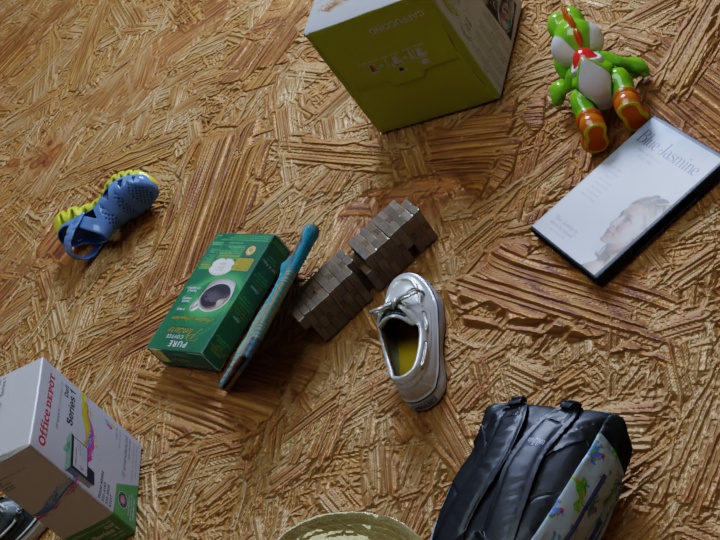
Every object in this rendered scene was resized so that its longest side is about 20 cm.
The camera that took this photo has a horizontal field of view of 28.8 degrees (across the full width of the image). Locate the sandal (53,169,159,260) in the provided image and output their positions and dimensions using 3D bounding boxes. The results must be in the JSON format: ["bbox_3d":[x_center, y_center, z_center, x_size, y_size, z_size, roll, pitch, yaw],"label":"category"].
[{"bbox_3d":[-0.386,-0.078,2.145,0.199,0.079,0.087,-34,39,23],"label":"sandal"}]

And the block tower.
[{"bbox_3d":[0.000,0.000,1.733,0.200,0.058,0.054,-42,36,-4],"label":"block tower"}]

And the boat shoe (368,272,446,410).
[{"bbox_3d":[0.046,0.061,1.600,0.074,0.086,0.203,-24,40,20],"label":"boat shoe"}]

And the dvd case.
[{"bbox_3d":[0.302,-0.082,1.580,0.200,0.018,0.143,-42,36,-2],"label":"dvd case"}]

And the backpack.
[{"bbox_3d":[0.150,0.231,1.304,0.162,0.155,0.200,-1,30,38],"label":"backpack"}]

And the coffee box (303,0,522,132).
[{"bbox_3d":[0.074,-0.340,1.896,0.199,0.200,0.199,-13,44,32],"label":"coffee box"}]

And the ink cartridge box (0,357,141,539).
[{"bbox_3d":[-0.359,0.225,1.694,0.084,0.200,0.145,-26,39,18],"label":"ink cartridge box"}]

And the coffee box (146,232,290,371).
[{"bbox_3d":[-0.189,0.039,1.867,0.122,0.044,0.201,1,53,43],"label":"coffee box"}]

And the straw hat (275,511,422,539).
[{"bbox_3d":[-0.012,0.337,1.368,0.200,0.085,0.202,-13,46,14],"label":"straw hat"}]

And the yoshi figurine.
[{"bbox_3d":[0.284,-0.233,1.714,0.112,0.112,0.201,117,146,-44],"label":"yoshi figurine"}]

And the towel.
[{"bbox_3d":[-0.114,0.046,1.749,0.201,0.022,0.147,-63,4,-27],"label":"towel"}]

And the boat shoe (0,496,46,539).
[{"bbox_3d":[-0.457,0.324,1.786,0.072,0.071,0.200,15,62,49],"label":"boat shoe"}]
